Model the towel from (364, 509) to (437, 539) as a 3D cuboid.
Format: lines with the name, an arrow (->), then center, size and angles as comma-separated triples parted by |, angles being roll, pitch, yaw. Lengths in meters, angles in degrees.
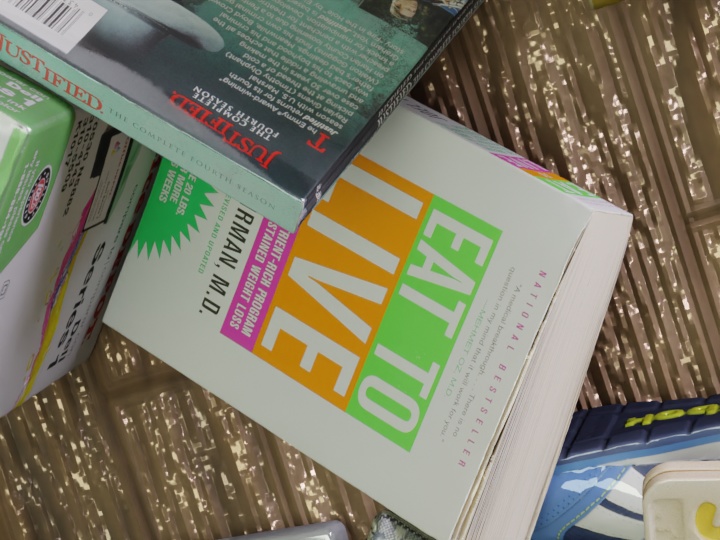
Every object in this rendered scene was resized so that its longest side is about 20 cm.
towel -> 0.046, 0.201, 1.138 | 0.192, 0.035, 0.200 | 29, 121, -5

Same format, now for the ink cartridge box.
ink cartridge box -> -0.144, -0.022, 1.113 | 0.084, 0.200, 0.145 | 25, 107, 8

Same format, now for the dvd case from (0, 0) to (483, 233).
dvd case -> -0.032, -0.115, 1.084 | 0.146, 0.200, 0.022 | 30, 141, 9

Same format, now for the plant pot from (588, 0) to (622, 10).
plant pot -> 0.144, -0.208, 1.014 | 0.176, 0.200, 0.201 | -12, 95, 9

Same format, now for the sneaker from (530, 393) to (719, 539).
sneaker -> 0.117, 0.092, 1.123 | 0.199, 0.074, 0.083 | -7, 102, 20

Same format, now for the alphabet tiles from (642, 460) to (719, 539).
alphabet tiles -> 0.156, 0.154, 1.105 | 0.195, 0.015, 0.201 | -1, 122, 10

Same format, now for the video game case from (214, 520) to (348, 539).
video game case -> -0.072, 0.213, 1.223 | 0.181, 0.023, 0.201 | -11, 94, 18

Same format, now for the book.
book -> 0.000, 0.000, 1.121 | 0.200, 0.048, 0.134 | 29, 105, 38
